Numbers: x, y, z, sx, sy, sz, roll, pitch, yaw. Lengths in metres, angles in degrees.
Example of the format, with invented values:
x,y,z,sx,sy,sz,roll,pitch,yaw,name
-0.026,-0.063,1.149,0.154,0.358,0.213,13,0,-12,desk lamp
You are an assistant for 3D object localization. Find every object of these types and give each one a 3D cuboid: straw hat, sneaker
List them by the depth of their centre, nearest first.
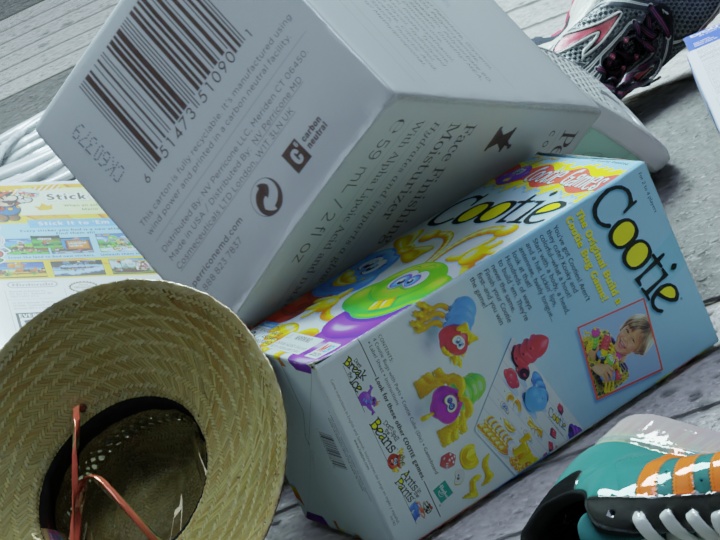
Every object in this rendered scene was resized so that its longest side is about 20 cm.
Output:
x,y,z,sx,sy,sz,roll,pitch,yaw,name
0.140,0.106,1.149,0.080,0.071,0.200,-38,16,-25,sneaker
-0.107,0.109,1.397,0.201,0.201,0.085,-18,-26,20,straw hat
0.083,-0.067,1.644,0.118,0.200,0.074,-56,44,15,sneaker
0.153,-0.127,1.798,0.200,0.081,0.075,-38,33,4,sneaker

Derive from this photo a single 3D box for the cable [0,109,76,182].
x,y,z,sx,sy,sz,roll,pitch,yaw,name
-0.226,-0.075,2.162,0.200,0.069,0.200,-32,18,-21,cable

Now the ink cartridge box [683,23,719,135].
x,y,z,sx,sy,sz,roll,pitch,yaw,name
0.258,-0.118,1.683,0.119,0.042,0.200,-23,20,7,ink cartridge box

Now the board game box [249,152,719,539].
x,y,z,sx,sy,sz,roll,pitch,yaw,name
0.054,0.035,1.400,0.200,0.105,0.103,-31,18,-21,board game box

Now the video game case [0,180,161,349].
x,y,z,sx,sy,sz,roll,pitch,yaw,name
-0.112,0.001,1.561,0.200,0.023,0.182,-2,31,-15,video game case

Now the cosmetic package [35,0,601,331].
x,y,z,sx,sy,sz,roll,pitch,yaw,name
-0.020,-0.077,1.477,0.200,0.165,0.165,-1,-46,-55,cosmetic package

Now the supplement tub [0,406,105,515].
x,y,z,sx,sy,sz,roll,pitch,yaw,name
-0.222,0.113,1.514,0.122,0.123,0.200,-32,20,-24,supplement tub
